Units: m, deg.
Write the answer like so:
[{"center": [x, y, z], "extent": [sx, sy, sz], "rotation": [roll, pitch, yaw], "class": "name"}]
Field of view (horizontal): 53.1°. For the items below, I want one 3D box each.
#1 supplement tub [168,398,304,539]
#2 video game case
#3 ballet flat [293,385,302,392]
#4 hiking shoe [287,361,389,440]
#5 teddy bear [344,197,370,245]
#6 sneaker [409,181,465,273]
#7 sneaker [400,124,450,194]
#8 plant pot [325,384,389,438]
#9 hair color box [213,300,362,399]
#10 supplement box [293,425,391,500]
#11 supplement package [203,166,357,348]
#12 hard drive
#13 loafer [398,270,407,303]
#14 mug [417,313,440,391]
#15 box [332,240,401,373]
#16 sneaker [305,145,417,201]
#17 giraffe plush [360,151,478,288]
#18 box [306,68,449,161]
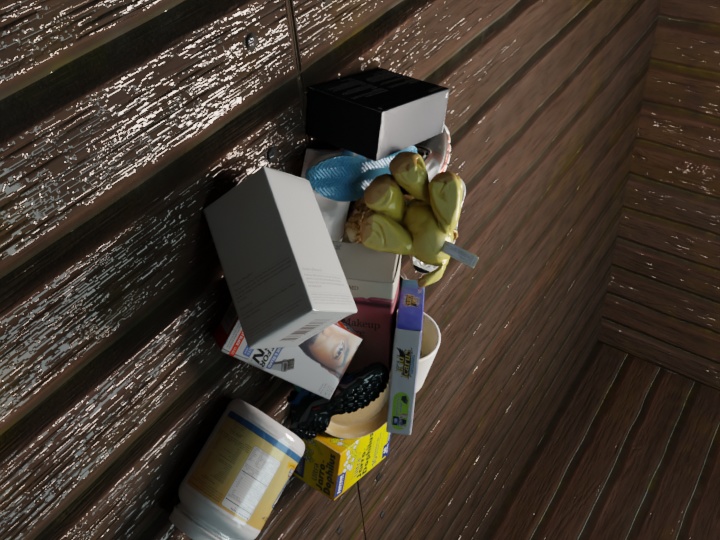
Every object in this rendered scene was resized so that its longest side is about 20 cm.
[{"center": [-0.190, 0.321, 1.112], "extent": [0.203, 0.142, 0.145], "rotation": [-59, 150, -16], "class": "supplement tub"}, {"center": [0.076, 0.138, 1.203], "extent": [0.201, 0.044, 0.186], "rotation": [-73, 169, -68], "class": "video game case"}, {"center": [-0.094, 0.134, 1.236], "extent": [0.071, 0.066, 0.203], "rotation": [-54, 149, -35], "class": "ballet flat"}, {"center": [-0.044, 0.191, 1.169], "extent": [0.198, 0.088, 0.074], "rotation": [-33, 142, 17], "class": "hiking shoe"}, {"center": [0.031, -0.119, 1.254], "extent": [0.203, 0.065, 0.146], "rotation": [-64, 153, -28], "class": "teddy bear"}, {"center": [0.142, -0.090, 1.431], "extent": [0.146, 0.079, 0.205], "rotation": [177, -66, -81], "class": "sneaker"}, {"center": [0.108, -0.193, 1.362], "extent": [0.081, 0.076, 0.205], "rotation": [19, 91, -55], "class": "sneaker"}, {"center": [-0.014, 0.213, 1.356], "extent": [0.194, 0.027, 0.206], "rotation": [-3, 100, -15], "class": "plant pot"}, {"center": [-0.107, 0.101, 1.082], "extent": [0.197, 0.064, 0.113], "rotation": [28, 94, -29], "class": "hair color box"}, {"center": [-0.029, 0.342, 1.438], "extent": [0.198, 0.108, 0.112], "rotation": [-24, 129, -51], "class": "supplement box"}, {"center": [-0.107, -0.014, 0.959], "extent": [0.116, 0.115, 0.205], "rotation": [6, 59, -60], "class": "supplement package"}, {"center": [-0.063, -0.094, 1.179], "extent": [0.131, 0.026, 0.206], "rotation": [-12, 118, -57], "class": "hard drive"}, {"center": [0.036, 0.089, 1.401], "extent": [0.071, 0.072, 0.204], "rotation": [90, 26, -81], "class": "loafer"}, {"center": [0.068, 0.184, 1.508], "extent": [0.152, 0.181, 0.156], "rotation": [-98, -170, -46], "class": "mug"}, {"center": [-0.002, 0.069, 1.201], "extent": [0.110, 0.124, 0.205], "rotation": [-74, 168, -57], "class": "box"}, {"center": [-0.007, -0.166, 1.133], "extent": [0.196, 0.080, 0.078], "rotation": [-17, 127, -32], "class": "sneaker"}, {"center": [0.100, -0.081, 1.144], "extent": [0.173, 0.200, 0.162], "rotation": [-46, -178, 10], "class": "giraffe plush"}, {"center": [0.029, -0.248, 1.120], "extent": [0.199, 0.139, 0.081], "rotation": [-30, 134, -47], "class": "box"}]
